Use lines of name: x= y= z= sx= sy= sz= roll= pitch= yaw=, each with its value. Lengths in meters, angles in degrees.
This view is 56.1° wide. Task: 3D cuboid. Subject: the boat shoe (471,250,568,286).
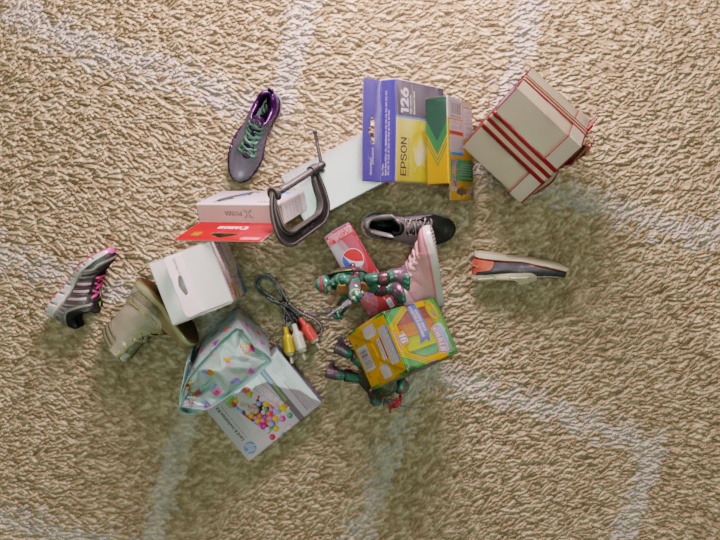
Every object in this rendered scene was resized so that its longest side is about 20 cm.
boat shoe: x=0.330 y=0.002 z=1.408 sx=0.199 sy=0.071 sz=0.063 roll=7 pitch=101 yaw=0

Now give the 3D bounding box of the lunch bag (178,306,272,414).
lunch bag: x=-0.283 y=0.186 z=1.353 sx=0.200 sy=0.170 sz=0.122 roll=-42 pitch=105 yaw=2

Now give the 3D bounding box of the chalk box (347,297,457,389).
chalk box: x=0.101 y=0.139 z=1.350 sx=0.199 sy=0.124 sz=0.125 roll=-14 pitch=74 yaw=-43

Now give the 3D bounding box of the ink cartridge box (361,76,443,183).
ink cartridge box: x=0.088 y=-0.271 z=1.333 sx=0.199 sy=0.047 sz=0.199 roll=-6 pitch=98 yaw=-46

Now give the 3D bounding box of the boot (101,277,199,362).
boot: x=-0.429 y=0.130 z=1.370 sx=0.200 sy=0.072 sz=0.155 roll=41 pitch=95 yaw=25

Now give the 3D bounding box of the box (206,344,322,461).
box: x=-0.205 y=0.278 z=1.430 sx=0.200 sy=0.041 sz=0.156 roll=-38 pitch=95 yaw=3

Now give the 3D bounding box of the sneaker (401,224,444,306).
sneaker: x=0.110 y=0.000 z=1.367 sx=0.104 sy=0.076 sz=0.201 roll=-6 pitch=131 yaw=7

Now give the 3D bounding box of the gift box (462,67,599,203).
gift box: x=0.341 y=-0.267 z=1.317 sx=0.187 sy=0.200 sz=0.185 roll=43 pitch=132 yaw=-2

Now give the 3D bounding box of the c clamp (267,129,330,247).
c clamp: x=-0.116 y=-0.145 z=1.267 sx=0.027 sy=0.200 sz=0.171 roll=1 pitch=123 yaw=33

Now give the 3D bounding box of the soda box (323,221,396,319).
soda box: x=0.000 y=0.000 z=1.397 sx=0.063 sy=0.070 sz=0.201 roll=-29 pitch=96 yaw=3

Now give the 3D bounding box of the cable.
cable: x=-0.145 y=0.088 z=1.410 sx=0.097 sy=0.050 sz=0.201 roll=-27 pitch=96 yaw=-3

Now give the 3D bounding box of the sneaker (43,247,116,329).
sneaker: x=-0.553 y=0.041 z=1.384 sx=0.087 sy=0.074 sz=0.200 roll=42 pitch=97 yaw=-4

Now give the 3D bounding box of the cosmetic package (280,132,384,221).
cosmetic package: x=-0.049 y=-0.188 z=1.376 sx=0.199 sy=0.081 sz=0.113 roll=-26 pitch=95 yaw=-1

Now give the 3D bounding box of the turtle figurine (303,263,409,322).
turtle figurine: x=-0.011 y=0.037 z=1.298 sx=0.199 sy=0.150 sz=0.101 roll=-6 pitch=80 yaw=-8

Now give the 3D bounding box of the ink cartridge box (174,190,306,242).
ink cartridge box: x=-0.231 y=-0.107 z=1.294 sx=0.199 sy=0.176 sz=0.045 roll=2 pitch=115 yaw=25

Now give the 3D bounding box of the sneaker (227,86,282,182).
sneaker: x=-0.221 y=-0.275 z=1.358 sx=0.074 sy=0.088 sz=0.201 roll=21 pitch=94 yaw=-3

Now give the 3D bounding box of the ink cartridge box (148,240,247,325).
ink cartridge box: x=-0.314 y=0.018 z=1.324 sx=0.125 sy=0.200 sz=0.129 roll=-21 pitch=95 yaw=0

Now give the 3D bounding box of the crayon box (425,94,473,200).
crayon box: x=0.179 y=-0.239 z=1.352 sx=0.051 sy=0.126 sz=0.201 roll=0 pitch=95 yaw=31

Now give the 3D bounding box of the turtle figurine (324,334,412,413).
turtle figurine: x=0.032 y=0.215 z=1.407 sx=0.199 sy=0.101 sz=0.150 roll=21 pitch=94 yaw=2

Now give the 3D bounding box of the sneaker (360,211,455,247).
sneaker: x=0.100 y=-0.081 z=1.370 sx=0.199 sy=0.115 sz=0.075 roll=2 pitch=95 yaw=-2
